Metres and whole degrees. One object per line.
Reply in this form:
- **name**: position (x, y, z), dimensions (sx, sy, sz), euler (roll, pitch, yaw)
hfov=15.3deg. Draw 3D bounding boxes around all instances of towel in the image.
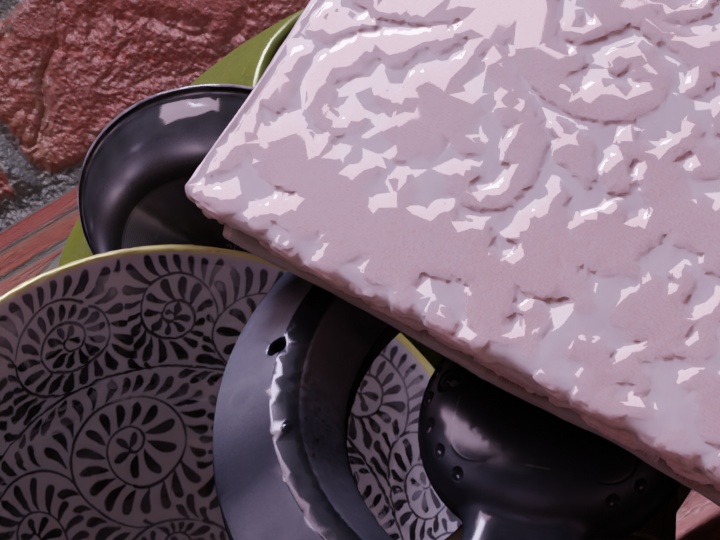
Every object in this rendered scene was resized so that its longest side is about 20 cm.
- **towel**: position (0.077, -0.052, 0.770), dimensions (0.191, 0.199, 0.032), euler (-56, -26, -11)

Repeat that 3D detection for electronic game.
- **electronic game**: position (0.056, 0.047, 0.773), dimensions (0.200, 0.200, 0.042), euler (-37, -33, -24)

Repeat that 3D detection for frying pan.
- **frying pan**: position (-0.011, 0.009, 0.906), dimensions (0.115, 0.190, 0.031), euler (-43, 20, 36)

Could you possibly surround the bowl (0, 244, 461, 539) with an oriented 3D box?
- **bowl**: position (-0.061, 0.102, 0.875), dimensions (0.200, 0.201, 0.094), euler (-36, -14, -21)

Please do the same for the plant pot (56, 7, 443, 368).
- **plant pot**: position (-0.013, -0.014, 1.009), dimensions (0.187, 0.187, 0.200), euler (-37, -10, -25)

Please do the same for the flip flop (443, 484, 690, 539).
- **flip flop**: position (0.059, 0.092, 0.801), dimensions (0.057, 0.081, 0.200), euler (13, 36, 34)
